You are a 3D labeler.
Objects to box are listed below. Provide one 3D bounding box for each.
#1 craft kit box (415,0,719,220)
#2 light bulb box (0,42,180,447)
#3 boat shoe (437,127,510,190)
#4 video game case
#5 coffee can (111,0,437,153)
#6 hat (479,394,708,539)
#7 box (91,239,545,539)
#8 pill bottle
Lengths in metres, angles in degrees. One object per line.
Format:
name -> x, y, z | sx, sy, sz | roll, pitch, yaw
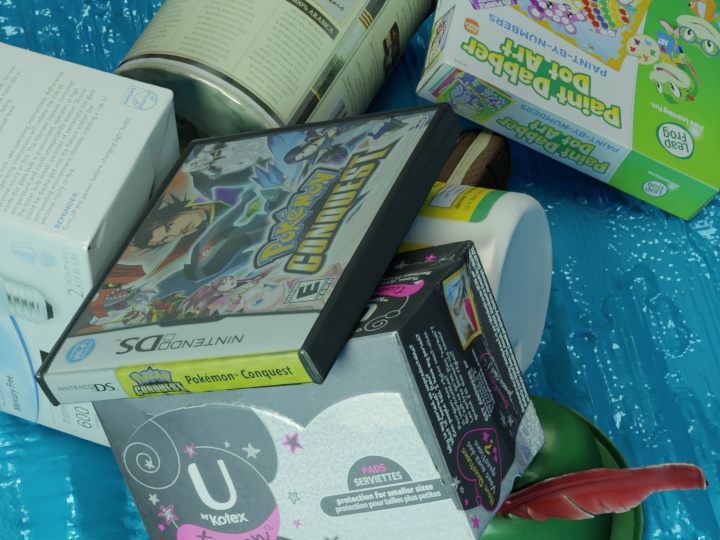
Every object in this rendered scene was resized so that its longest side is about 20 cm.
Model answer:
craft kit box -> 0.143, -0.155, 1.717 | 0.199, 0.049, 0.199 | 23, 55, -16
light bulb box -> -0.213, -0.024, 1.583 | 0.199, 0.199, 0.125 | 16, 54, 15
boat shoe -> 0.024, -0.013, 1.649 | 0.074, 0.075, 0.203 | 17, 55, 21
video game case -> -0.058, -0.010, 1.444 | 0.180, 0.026, 0.201 | -7, 38, 35
coffee can -> -0.054, -0.143, 1.700 | 0.146, 0.147, 0.201 | 22, 56, 17
hat -> 0.087, 0.091, 1.502 | 0.198, 0.177, 0.167 | 4, 54, 4
box -> -0.024, 0.080, 1.457 | 0.199, 0.133, 0.115 | -10, 21, 31
pill bottle -> 0.000, 0.000, 1.544 | 0.199, 0.113, 0.113 | 8, 53, 21
